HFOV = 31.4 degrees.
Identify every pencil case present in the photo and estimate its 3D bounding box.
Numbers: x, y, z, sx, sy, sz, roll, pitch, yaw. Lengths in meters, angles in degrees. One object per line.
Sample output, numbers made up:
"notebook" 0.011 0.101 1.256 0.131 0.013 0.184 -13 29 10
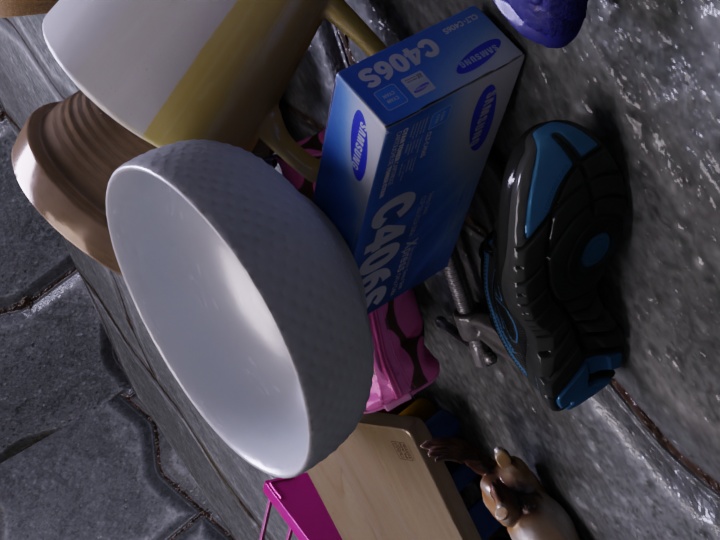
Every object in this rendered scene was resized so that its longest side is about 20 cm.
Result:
"pencil case" 0.000 0.000 0.881 0.094 0.090 0.201 -151 43 -67

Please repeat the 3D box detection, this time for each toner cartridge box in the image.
"toner cartridge box" 0.022 -0.049 0.721 0.043 0.095 0.200 48 153 20

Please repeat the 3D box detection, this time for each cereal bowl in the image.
"cereal bowl" -0.058 0.012 0.724 0.200 0.083 0.201 41 149 32

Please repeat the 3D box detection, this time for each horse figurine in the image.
"horse figurine" 0.127 0.187 0.915 0.200 0.050 0.133 50 179 9

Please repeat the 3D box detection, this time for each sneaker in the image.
"sneaker" 0.090 -0.006 0.677 0.082 0.073 0.201 46 158 37

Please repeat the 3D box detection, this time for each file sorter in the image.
"file sorter" -0.003 0.312 1.312 0.200 0.138 0.126 44 130 45

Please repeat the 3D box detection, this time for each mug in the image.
"mug" -0.074 -0.159 0.783 0.186 0.153 0.150 28 -158 -32

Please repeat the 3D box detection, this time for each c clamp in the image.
"c clamp" 0.066 -0.009 0.827 0.171 0.027 0.201 36 150 54

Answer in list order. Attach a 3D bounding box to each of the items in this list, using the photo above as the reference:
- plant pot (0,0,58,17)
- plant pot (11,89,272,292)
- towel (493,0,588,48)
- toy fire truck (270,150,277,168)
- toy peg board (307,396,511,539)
"plant pot" -0.286 -0.338 1.112 0.186 0.186 0.201 34 136 57
"plant pot" -0.126 -0.072 0.873 0.200 0.093 0.201 31 -159 -13
"towel" 0.052 -0.204 0.517 0.148 0.049 0.200 44 158 26
"toy fire truck" -0.105 -0.124 1.018 0.200 0.129 0.176 43 159 16
"toy peg board" 0.055 0.187 1.123 0.199 0.098 0.201 -2 119 55
